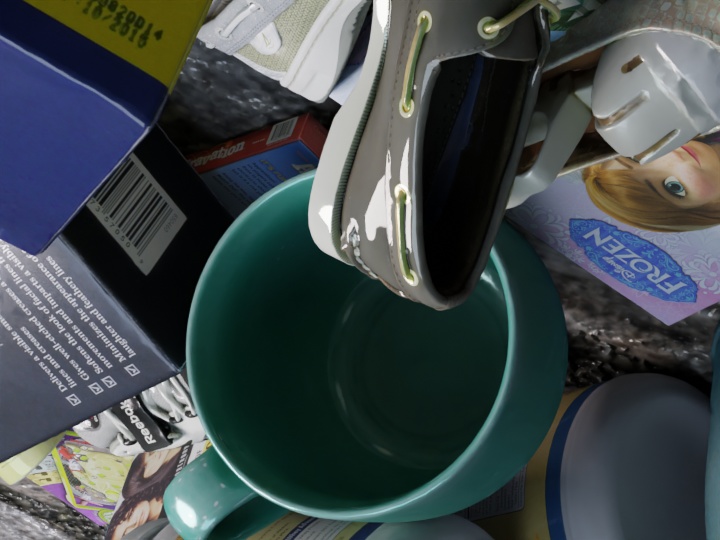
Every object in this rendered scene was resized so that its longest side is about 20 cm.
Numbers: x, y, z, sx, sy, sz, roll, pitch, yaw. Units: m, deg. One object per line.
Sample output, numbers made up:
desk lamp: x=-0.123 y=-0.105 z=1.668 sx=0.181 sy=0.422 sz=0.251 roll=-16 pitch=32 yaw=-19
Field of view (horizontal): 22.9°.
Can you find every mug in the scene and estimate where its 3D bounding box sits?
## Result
mug: x=0.001 y=0.039 z=0.798 sx=0.184 sy=0.153 sz=0.114 roll=-12 pitch=168 yaw=22

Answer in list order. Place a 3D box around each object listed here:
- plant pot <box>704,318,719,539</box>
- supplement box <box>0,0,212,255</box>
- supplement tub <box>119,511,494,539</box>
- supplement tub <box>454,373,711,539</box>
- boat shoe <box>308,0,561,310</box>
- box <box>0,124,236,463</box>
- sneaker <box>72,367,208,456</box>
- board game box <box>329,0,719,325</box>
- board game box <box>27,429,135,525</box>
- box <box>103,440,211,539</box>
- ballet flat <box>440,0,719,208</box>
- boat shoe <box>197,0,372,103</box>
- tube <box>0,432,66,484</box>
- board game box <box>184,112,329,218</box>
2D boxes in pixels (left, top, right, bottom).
plant pot: x=0.246 y=0.125 z=0.807 sx=0.199 sy=0.188 sz=0.200 roll=12 pitch=146 yaw=8
supplement box: x=-0.096 y=-0.126 z=0.564 sx=0.109 sy=0.200 sz=0.109 roll=30 pitch=149 yaw=-16
supplement tub: x=-0.031 y=0.187 z=0.875 sx=0.200 sy=0.145 sz=0.144 roll=-3 pitch=141 yaw=42
supplement tub: x=0.098 y=0.143 z=0.946 sx=0.145 sy=0.145 sz=0.200 roll=38 pitch=142 yaw=-27
boat shoe: x=0.038 y=-0.083 z=0.620 sx=0.060 sy=0.072 sz=0.202 roll=34 pitch=120 yaw=36
box: x=-0.178 y=-0.001 z=0.851 sx=0.200 sy=0.107 sz=0.149 roll=-26 pitch=112 yaw=33
sneaker: x=-0.104 y=0.066 z=0.921 sx=0.074 sy=0.088 sz=0.200 roll=63 pitch=162 yaw=-1
board game box: x=0.120 y=-0.073 z=0.717 sx=0.200 sy=0.041 sz=0.199 roll=32 pitch=145 yaw=-18
board game box: x=-0.143 y=0.112 z=1.126 sx=0.200 sy=0.032 sz=0.120 roll=-17 pitch=130 yaw=42
box: x=-0.070 y=0.116 z=1.003 sx=0.049 sy=0.082 sz=0.200 roll=33 pitch=140 yaw=-22
ballet flat: x=0.088 y=-0.058 z=0.660 sx=0.067 sy=0.062 sz=0.200 roll=41 pitch=141 yaw=-26
boat shoe: x=-0.019 y=-0.136 z=0.671 sx=0.065 sy=0.075 sz=0.202 roll=17 pitch=154 yaw=-5
tube: x=-0.261 y=0.042 z=1.059 sx=0.058 sy=0.052 sz=0.200 roll=-43 pitch=101 yaw=9
board game box: x=0.000 y=0.000 z=0.903 sx=0.103 sy=0.019 sz=0.200 roll=-13 pitch=135 yaw=42
